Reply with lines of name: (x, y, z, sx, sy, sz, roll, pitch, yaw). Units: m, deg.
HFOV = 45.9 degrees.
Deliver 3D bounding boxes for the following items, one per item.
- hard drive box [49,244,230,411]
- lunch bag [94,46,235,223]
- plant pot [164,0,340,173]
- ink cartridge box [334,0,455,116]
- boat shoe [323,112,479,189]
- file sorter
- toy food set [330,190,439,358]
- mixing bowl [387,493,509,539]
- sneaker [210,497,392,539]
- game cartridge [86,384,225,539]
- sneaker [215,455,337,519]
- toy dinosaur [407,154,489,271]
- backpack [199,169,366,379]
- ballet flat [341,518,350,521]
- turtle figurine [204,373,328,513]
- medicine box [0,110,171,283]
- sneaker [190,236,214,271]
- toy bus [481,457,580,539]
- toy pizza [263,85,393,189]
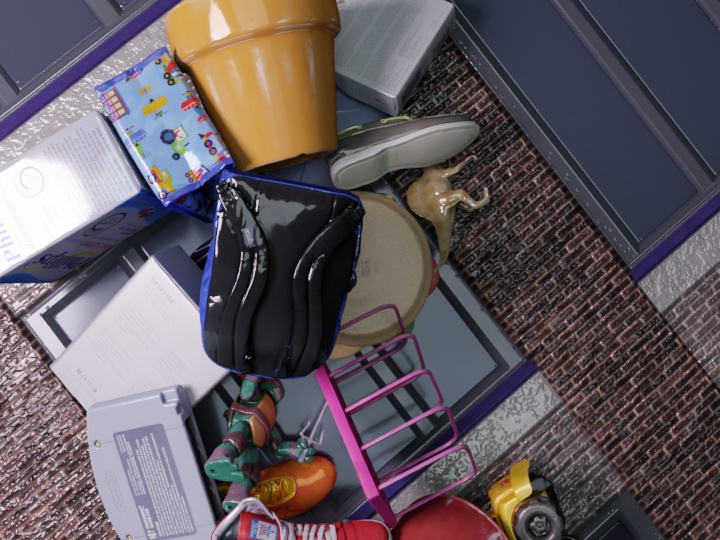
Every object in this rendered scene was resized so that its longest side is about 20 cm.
hard drive box: (-0.241, 0.099, 1.004, 0.200, 0.077, 0.156, -42, 89, 17)
lunch bag: (-0.213, -0.138, 0.995, 0.093, 0.200, 0.152, -32, 84, -7)
plant pot: (-0.105, -0.214, 0.974, 0.196, 0.200, 0.187, -15, 94, -5)
ink cartridge box: (0.000, -0.306, 1.093, 0.197, 0.047, 0.162, 27, 71, 16)
boat shoe: (0.049, -0.161, 1.046, 0.198, 0.073, 0.061, -18, 60, -12)
file sorter: (0.036, 0.162, 0.980, 0.124, 0.140, 0.202, -26, 60, -2)
toy food set: (0.000, 0.000, 1.077, 0.194, 0.049, 0.204, -18, 86, -5)
mixing bowl: (0.082, 0.372, 0.971, 0.197, 0.107, 0.205, 8, 102, 39)
sneaker: (-0.067, 0.296, 0.933, 0.196, 0.114, 0.072, -14, 43, 3)
game cartridge: (-0.236, 0.238, 0.975, 0.131, 0.042, 0.204, -12, 101, 17)
sneaker: (-0.121, 0.279, 1.035, 0.196, 0.077, 0.074, -17, 85, -7)
toy dinosaur: (0.111, -0.087, 1.085, 0.099, 0.058, 0.204, -11, 67, -2)
backpack: (-0.086, 0.006, 0.907, 0.159, 0.168, 0.204, 9, 97, -7)
ballet flat: (-0.066, 0.363, 1.007, 0.070, 0.068, 0.199, 45, 46, 17)
turtle figurine: (-0.116, 0.184, 1.015, 0.099, 0.201, 0.151, -17, 120, 32)
medicine box: (-0.334, -0.076, 0.983, 0.198, 0.182, 0.104, -31, 89, 1)
sneaker: (-0.134, -0.048, 1.031, 0.197, 0.078, 0.071, -23, 52, 12)
toy bus: (0.181, 0.360, 1.034, 0.190, 0.136, 0.203, -28, 86, 11)
toy pizza: (-0.055, -0.192, 1.092, 0.196, 0.032, 0.205, 1, 80, -6)
